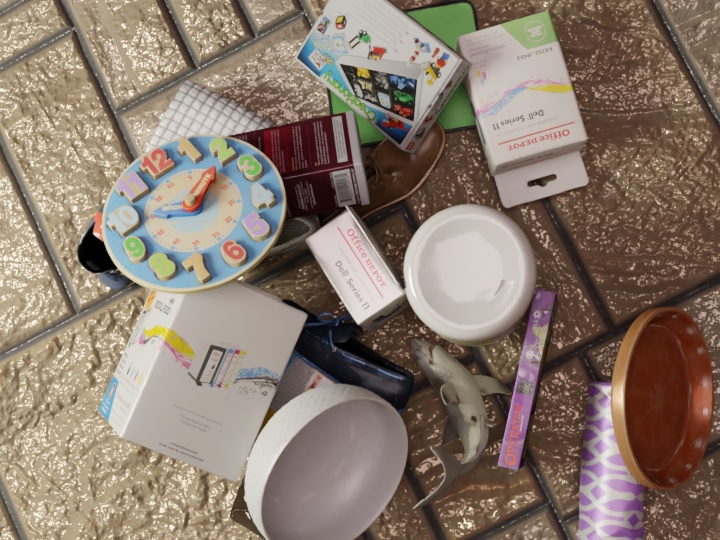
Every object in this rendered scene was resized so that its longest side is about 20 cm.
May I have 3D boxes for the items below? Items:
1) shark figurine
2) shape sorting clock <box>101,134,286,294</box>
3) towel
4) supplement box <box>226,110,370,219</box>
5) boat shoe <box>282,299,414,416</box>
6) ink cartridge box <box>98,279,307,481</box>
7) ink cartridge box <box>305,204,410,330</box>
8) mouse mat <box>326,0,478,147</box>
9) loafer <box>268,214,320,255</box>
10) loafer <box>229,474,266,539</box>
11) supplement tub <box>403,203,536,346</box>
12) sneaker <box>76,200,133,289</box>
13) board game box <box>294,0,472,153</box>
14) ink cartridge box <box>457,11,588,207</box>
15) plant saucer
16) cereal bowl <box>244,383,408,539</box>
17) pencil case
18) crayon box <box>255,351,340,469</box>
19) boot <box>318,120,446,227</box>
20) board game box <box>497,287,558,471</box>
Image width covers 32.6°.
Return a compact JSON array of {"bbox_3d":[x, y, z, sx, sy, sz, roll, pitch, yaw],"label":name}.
[{"bbox_3d":[0.110,0.188,1.424,0.127,0.216,0.090,20,129,-20],"label":"shark figurine"},{"bbox_3d":[-0.176,-0.064,1.298,0.197,0.039,0.202,-5,54,7],"label":"shape sorting clock"},{"bbox_3d":[-0.183,-0.107,1.494,0.164,0.086,0.202,28,93,1],"label":"towel"},{"bbox_3d":[-0.094,-0.110,1.390,0.197,0.061,0.109,-10,40,2],"label":"supplement box"},{"bbox_3d":[-0.016,0.088,1.451,0.199,0.084,0.069,34,114,11],"label":"boat shoe"},{"bbox_3d":[-0.177,0.101,1.365,0.144,0.147,0.202,25,86,-21],"label":"ink cartridge box"},{"bbox_3d":[0.000,0.000,1.402,0.067,0.200,0.118,-33,81,2],"label":"ink cartridge box"},{"bbox_3d":[0.055,-0.241,1.517,0.197,0.008,0.163,-8,84,5],"label":"mouse mat"},{"bbox_3d":[-0.145,-0.045,1.417,0.197,0.070,0.071,-8,92,2],"label":"loafer"},{"bbox_3d":[-0.074,0.324,1.452,0.200,0.073,0.072,41,100,14],"label":"loafer"},{"bbox_3d":[0.125,0.010,1.387,0.143,0.200,0.147,-1,84,7],"label":"supplement tub"},{"bbox_3d":[-0.298,-0.019,1.440,0.075,0.200,0.085,33,58,3],"label":"sneaker"},{"bbox_3d":[0.023,-0.249,1.464,0.200,0.034,0.127,43,108,25],"label":"board game box"},{"bbox_3d":[0.195,-0.188,1.454,0.116,0.067,0.202,-16,83,0],"label":"ink cartridge box"},{"bbox_3d":[0.334,0.141,1.370,0.032,0.199,0.203,-1,83,44],"label":"plant saucer"},{"bbox_3d":[-0.048,0.212,1.371,0.083,0.200,0.201,33,88,45],"label":"cereal bowl"},{"bbox_3d":[0.297,0.223,1.408,0.085,0.084,0.203,7,87,-31],"label":"pencil case"},{"bbox_3d":[-0.101,0.153,1.475,0.199,0.052,0.126,36,90,8],"label":"crayon box"},{"bbox_3d":[0.021,-0.113,1.475,0.199,0.075,0.074,-39,80,1],"label":"boot"},{"bbox_3d":[0.193,0.126,1.409,0.032,0.120,0.202,12,85,7],"label":"board game box"}]
